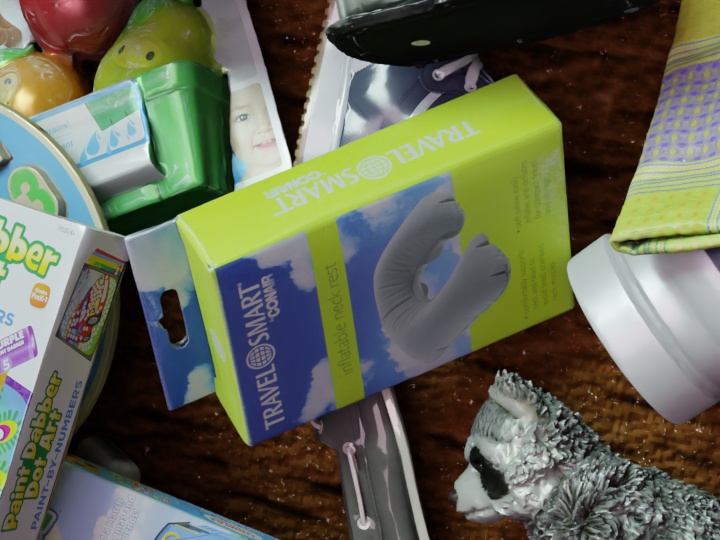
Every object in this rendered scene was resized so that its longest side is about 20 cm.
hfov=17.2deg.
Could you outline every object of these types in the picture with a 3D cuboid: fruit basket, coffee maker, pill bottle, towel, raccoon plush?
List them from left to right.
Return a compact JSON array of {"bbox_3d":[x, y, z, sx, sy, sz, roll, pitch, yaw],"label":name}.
[{"bbox_3d":[-0.143,-0.111,1.204,0.185,0.094,0.200,-19,83,16],"label":"fruit basket"},{"bbox_3d":[0.064,-0.209,1.073,0.192,0.135,0.200,-9,83,-2],"label":"coffee maker"},{"bbox_3d":[0.144,0.103,1.152,0.200,0.097,0.134,-9,74,-13],"label":"raccoon plush"},{"bbox_3d":[0.190,-0.095,1.063,0.144,0.023,0.200,-11,45,39],"label":"towel"},{"bbox_3d":[0.202,-0.021,1.095,0.200,0.116,0.116,-35,82,14],"label":"pill bottle"}]

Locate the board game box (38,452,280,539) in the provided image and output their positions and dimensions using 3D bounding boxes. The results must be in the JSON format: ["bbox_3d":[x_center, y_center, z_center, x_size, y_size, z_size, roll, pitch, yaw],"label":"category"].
[{"bbox_3d":[-0.127,0.174,1.136,0.200,0.037,0.151,23,94,-9],"label":"board game box"}]

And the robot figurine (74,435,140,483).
[{"bbox_3d":[-0.166,0.182,1.209,0.169,0.113,0.200,12,95,-19],"label":"robot figurine"}]

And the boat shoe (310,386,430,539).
[{"bbox_3d":[0.001,0.108,1.180,0.057,0.067,0.200,-16,90,0],"label":"boat shoe"}]

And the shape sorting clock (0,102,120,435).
[{"bbox_3d":[-0.209,0.011,1.159,0.200,0.039,0.200,1,92,23],"label":"shape sorting clock"}]

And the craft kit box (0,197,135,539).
[{"bbox_3d":[-0.219,0.051,1.098,0.200,0.049,0.198,16,87,30],"label":"craft kit box"}]

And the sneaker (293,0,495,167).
[{"bbox_3d":[0.039,-0.120,1.164,0.108,0.070,0.200,13,92,10],"label":"sneaker"}]

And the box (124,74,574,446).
[{"bbox_3d":[0.000,0.000,1.101,0.200,0.122,0.048,-23,45,-14],"label":"box"}]
